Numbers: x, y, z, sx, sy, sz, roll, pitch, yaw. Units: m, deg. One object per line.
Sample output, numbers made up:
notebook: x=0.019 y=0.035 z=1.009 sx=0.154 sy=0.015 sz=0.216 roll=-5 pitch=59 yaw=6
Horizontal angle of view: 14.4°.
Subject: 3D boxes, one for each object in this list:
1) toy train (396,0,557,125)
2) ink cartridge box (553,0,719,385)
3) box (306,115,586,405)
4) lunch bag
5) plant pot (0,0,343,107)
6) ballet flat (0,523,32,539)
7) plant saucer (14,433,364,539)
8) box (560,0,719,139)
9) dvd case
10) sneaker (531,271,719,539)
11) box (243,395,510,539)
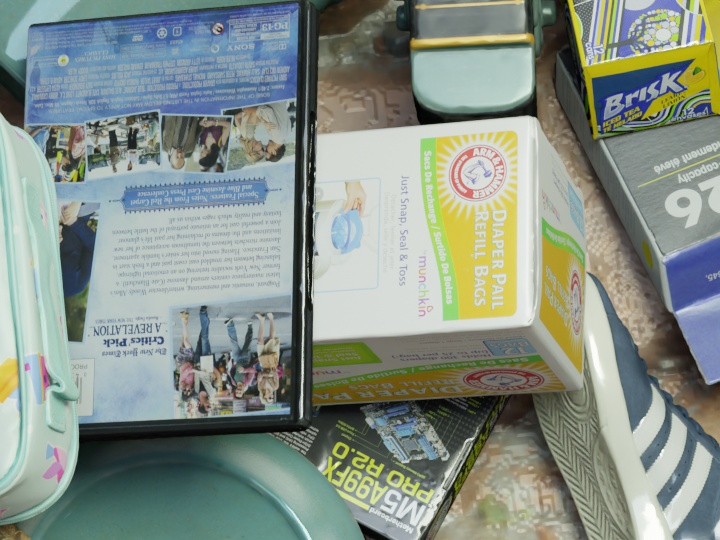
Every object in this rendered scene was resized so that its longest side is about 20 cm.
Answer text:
toy train: x=0.056 y=-0.108 z=1.406 sx=0.085 sy=0.200 sz=0.115 roll=-1 pitch=78 yaw=3
ink cartridge box: x=0.224 y=-0.063 z=1.441 sx=0.197 sy=0.047 sz=0.201 roll=-20 pitch=54 yaw=-6
box: x=0.000 y=0.000 z=1.344 sx=0.199 sy=0.112 sz=0.102 roll=-4 pitch=71 yaw=17
lunch bag: x=-0.206 y=0.027 z=1.278 sx=0.159 sy=0.077 sz=0.201 roll=-9 pitch=74 yaw=8
plant pot: x=-0.108 y=-0.162 z=1.440 sx=0.200 sy=0.200 sz=0.196 roll=42 pitch=85 yaw=14
ballet flat: x=-0.217 y=0.076 z=1.349 sx=0.065 sy=0.071 sz=0.200 roll=-27 pitch=73 yaw=-22
plant saucer: x=-0.090 y=0.168 z=1.379 sx=0.199 sy=0.027 sz=0.201 roll=-1 pitch=83 yaw=7
box: x=0.131 y=-0.169 z=1.465 sx=0.070 sy=0.064 sz=0.201 roll=-11 pitch=55 yaw=2
dvd case: x=-0.089 y=-0.022 z=1.305 sx=0.142 sy=0.018 sz=0.201 roll=-3 pitch=75 yaw=16
sneaker: x=0.148 y=0.090 z=1.398 sx=0.084 sy=0.075 sz=0.201 roll=-17 pitch=88 yaw=-24
box: x=-0.022 y=0.033 z=1.439 sx=0.199 sy=0.044 sz=0.161 roll=26 pitch=74 yaw=10
